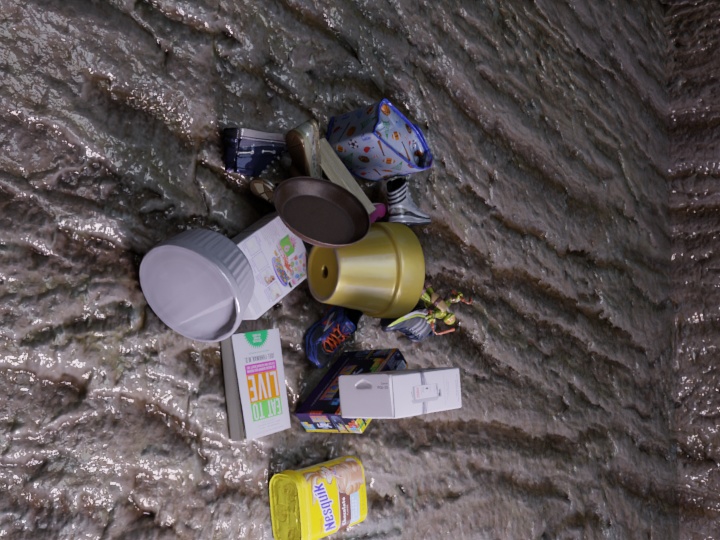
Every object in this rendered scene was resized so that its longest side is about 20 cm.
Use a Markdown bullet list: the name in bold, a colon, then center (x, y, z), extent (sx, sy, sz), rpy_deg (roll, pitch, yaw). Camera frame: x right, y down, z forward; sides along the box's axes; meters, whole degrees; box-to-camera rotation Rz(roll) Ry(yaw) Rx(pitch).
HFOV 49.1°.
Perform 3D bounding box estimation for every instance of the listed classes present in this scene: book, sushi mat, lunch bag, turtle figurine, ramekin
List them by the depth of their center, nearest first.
- **ramekin**: center (-0.277, 0.019, 1.381), extent (0.203, 0.202, 0.094), rpy_deg (62, 35, -20)
- **book**: center (-0.203, 0.219, 1.539), extent (0.133, 0.048, 0.201), rpy_deg (-4, 85, -52)
- **sushi mat**: center (-0.040, -0.199, 1.708), extent (0.200, 0.012, 0.096), rpy_deg (54, 27, -2)
- **lunch bag**: center (0.045, -0.282, 1.796), extent (0.200, 0.170, 0.124), rpy_deg (36, 60, -37)
- **turtle figurine**: center (0.178, 0.069, 1.871), extent (0.161, 0.064, 0.200), rpy_deg (50, 42, 4)

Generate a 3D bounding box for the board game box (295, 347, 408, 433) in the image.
- **board game box**: center (-0.017, 0.248, 1.641), extent (0.200, 0.165, 0.057), rpy_deg (-50, 119, -40)

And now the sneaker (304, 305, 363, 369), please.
- **sneaker**: center (-0.052, 0.126, 1.688), extent (0.075, 0.078, 0.200), rpy_deg (51, 50, -28)

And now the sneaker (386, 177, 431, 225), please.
- **sneaker**: center (0.118, -0.164, 1.893), extent (0.200, 0.075, 0.116), rpy_deg (-4, 89, -68)

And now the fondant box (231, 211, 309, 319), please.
- **fondant box**: center (-0.194, -0.013, 1.571), extent (0.200, 0.058, 0.145), rpy_deg (-41, 115, -42)

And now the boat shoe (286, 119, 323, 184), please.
- **boat shoe**: center (-0.105, -0.223, 1.629), extent (0.063, 0.073, 0.200), rpy_deg (-43, 157, -24)

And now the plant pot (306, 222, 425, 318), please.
- **plant pot**: center (0.000, 0.000, 1.620), extent (0.188, 0.200, 0.202), rpy_deg (0, 84, -34)

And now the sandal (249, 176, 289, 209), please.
- **sandal**: center (-0.152, -0.150, 1.623), extent (0.200, 0.080, 0.054), rpy_deg (31, 72, -47)

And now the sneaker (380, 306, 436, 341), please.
- **sneaker**: center (0.124, 0.133, 1.887), extent (0.199, 0.074, 0.081), rpy_deg (-6, 91, -46)

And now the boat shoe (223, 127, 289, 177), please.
- **boat shoe**: center (-0.198, -0.234, 1.605), extent (0.199, 0.074, 0.093), rpy_deg (0, 98, -46)

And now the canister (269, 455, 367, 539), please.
- **canister**: center (-0.081, 0.464, 1.598), extent (0.200, 0.086, 0.149), rpy_deg (-2, 86, -49)

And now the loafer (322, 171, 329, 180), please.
- **loafer**: center (-0.070, -0.156, 1.721), extent (0.070, 0.070, 0.201), rpy_deg (6, 79, -46)

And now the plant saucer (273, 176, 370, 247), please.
- **plant saucer**: center (-0.079, -0.107, 1.545), extent (0.200, 0.037, 0.201), rpy_deg (16, 39, -13)

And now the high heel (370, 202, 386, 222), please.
- **high heel**: center (0.009, -0.105, 1.792), extent (0.200, 0.067, 0.097), rpy_deg (-6, 92, -60)

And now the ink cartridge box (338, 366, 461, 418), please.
- **ink cartridge box**: center (0.076, 0.233, 1.514), extent (0.199, 0.146, 0.083), rpy_deg (1, 82, -45)
